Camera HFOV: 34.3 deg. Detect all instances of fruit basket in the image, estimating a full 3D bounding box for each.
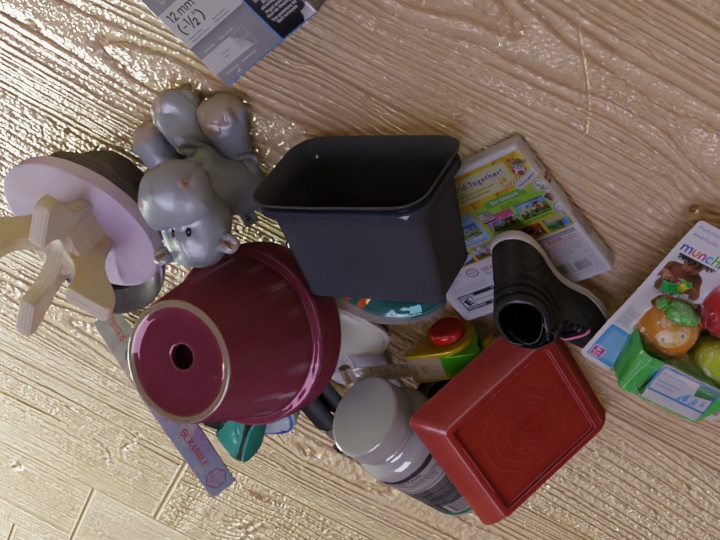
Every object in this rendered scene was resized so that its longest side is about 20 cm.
[{"bbox_3d":[0.355,0.061,1.188,0.184,0.094,0.200,25,129,-17],"label":"fruit basket"}]

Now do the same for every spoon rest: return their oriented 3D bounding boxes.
[{"bbox_3d":[0.008,0.138,1.457,0.099,0.061,0.201,-23,107,40],"label":"spoon rest"}]

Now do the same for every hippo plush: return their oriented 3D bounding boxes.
[{"bbox_3d":[-0.182,-0.075,1.239,0.158,0.162,0.201,-6,130,28],"label":"hippo plush"}]

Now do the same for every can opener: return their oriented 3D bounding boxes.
[{"bbox_3d":[-0.033,0.177,1.483,0.066,0.053,0.200,1,144,37],"label":"can opener"}]

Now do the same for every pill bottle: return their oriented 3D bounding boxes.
[{"bbox_3d":[0.066,0.205,1.366,0.112,0.114,0.200,-18,142,36],"label":"pill bottle"}]

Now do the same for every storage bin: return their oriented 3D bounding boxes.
[{"bbox_3d":[0.015,-0.052,1.181,0.198,0.146,0.135,4,130,30],"label":"storage bin"}]

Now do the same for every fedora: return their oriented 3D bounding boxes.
[{"bbox_3d":[-0.290,-0.059,1.352,0.176,0.090,0.201,-24,108,36],"label":"fedora"}]

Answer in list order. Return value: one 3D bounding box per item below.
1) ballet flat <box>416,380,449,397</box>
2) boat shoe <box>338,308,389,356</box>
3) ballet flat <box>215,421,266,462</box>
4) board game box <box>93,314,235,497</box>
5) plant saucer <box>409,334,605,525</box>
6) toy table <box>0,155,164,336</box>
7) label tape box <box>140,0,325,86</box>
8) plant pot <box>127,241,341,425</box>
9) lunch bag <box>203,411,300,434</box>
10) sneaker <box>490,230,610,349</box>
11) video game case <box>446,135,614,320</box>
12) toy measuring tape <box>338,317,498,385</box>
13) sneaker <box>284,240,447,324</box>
[{"bbox_3d":[0.122,0.140,1.398,0.066,0.057,0.200,35,136,-15],"label":"ballet flat"},{"bbox_3d":[-0.058,0.043,1.378,0.200,0.061,0.072,18,129,-4],"label":"boat shoe"},{"bbox_3d":[-0.136,0.155,1.411,0.070,0.067,0.201,39,134,13],"label":"ballet flat"},{"bbox_3d":[-0.256,0.170,1.519,0.200,0.041,0.200,41,162,52],"label":"board game box"},{"bbox_3d":[0.179,0.173,1.320,0.200,0.200,0.037,54,171,-31],"label":"plant saucer"},{"bbox_3d":[-0.323,-0.028,1.255,0.198,0.117,0.185,19,128,13],"label":"toy table"},{"bbox_3d":[-0.143,-0.288,1.081,0.200,0.066,0.143,42,135,-21],"label":"label tape box"},{"bbox_3d":[-0.145,0.079,1.248,0.198,0.179,0.202,5,101,27],"label":"plant pot"},{"bbox_3d":[-0.158,0.120,1.483,0.159,0.083,0.201,-1,132,26],"label":"lunch bag"},{"bbox_3d":[0.197,0.055,1.217,0.070,0.100,0.200,-22,130,36],"label":"sneaker"},{"bbox_3d":[0.138,-0.038,1.240,0.199,0.023,0.182,-22,121,39],"label":"video game case"},{"bbox_3d":[0.073,0.095,1.357,0.198,0.074,0.074,-10,129,25],"label":"toy measuring tape"},{"bbox_3d":[0.000,0.000,1.294,0.198,0.072,0.080,13,134,23],"label":"sneaker"}]
